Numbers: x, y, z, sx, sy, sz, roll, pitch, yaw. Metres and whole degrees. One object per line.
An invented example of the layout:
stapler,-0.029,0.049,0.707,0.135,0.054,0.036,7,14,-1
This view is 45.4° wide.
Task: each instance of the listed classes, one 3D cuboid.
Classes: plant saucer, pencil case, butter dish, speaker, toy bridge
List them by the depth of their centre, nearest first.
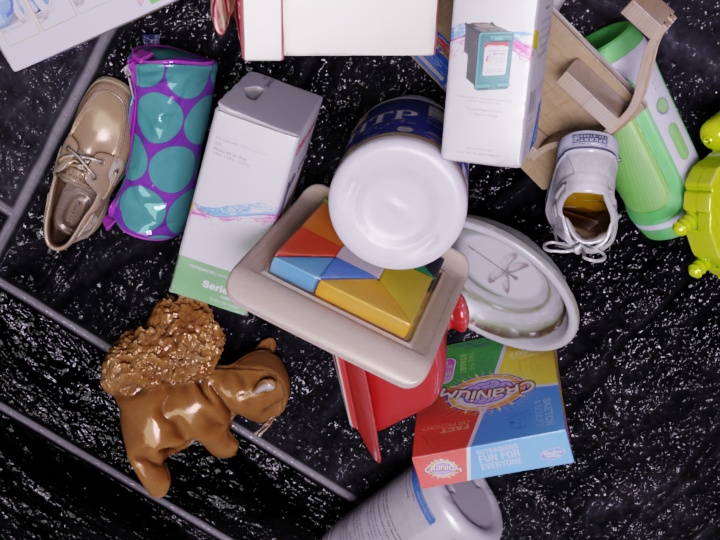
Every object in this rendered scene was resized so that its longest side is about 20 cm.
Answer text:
toy bridge,0.200,-0.150,0.739,0.067,0.027,0.200,42,146,1
speaker,0.265,-0.130,0.821,0.088,0.089,0.200,-26,109,19
pencil case,-0.207,-0.131,0.883,0.092,0.085,0.201,-2,121,-31
butter dish,0.040,0.056,0.885,0.147,0.200,0.200,-13,129,-3
plant saucer,0.140,0.002,0.890,0.200,0.050,0.200,28,153,16

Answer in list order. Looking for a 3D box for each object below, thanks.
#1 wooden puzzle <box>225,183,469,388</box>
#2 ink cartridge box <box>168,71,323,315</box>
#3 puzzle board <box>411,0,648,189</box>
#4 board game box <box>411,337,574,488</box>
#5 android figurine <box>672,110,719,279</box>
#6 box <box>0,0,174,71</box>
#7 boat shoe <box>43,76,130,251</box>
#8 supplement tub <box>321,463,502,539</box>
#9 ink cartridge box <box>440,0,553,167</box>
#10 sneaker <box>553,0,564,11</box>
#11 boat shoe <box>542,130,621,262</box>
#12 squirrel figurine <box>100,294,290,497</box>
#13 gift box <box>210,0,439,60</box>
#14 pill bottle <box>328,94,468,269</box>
wooden puzzle,0.000,0.000,0.777,0.185,0.200,0.037,26,126,4
ink cartridge box,-0.113,-0.081,0.864,0.087,0.145,0.201,17,116,-2
puzzle board,0.147,-0.183,0.797,0.200,0.017,0.151,45,146,-1
board game box,0.137,0.137,0.906,0.152,0.200,0.040,-14,114,13
android figurine,0.371,-0.069,0.806,0.200,0.041,0.182,-37,112,-17
box,-0.244,-0.278,0.804,0.199,0.113,0.102,-18,111,17
boat shoe,-0.289,-0.108,0.919,0.071,0.065,0.200,23,117,-4
supplement tub,0.060,0.320,1.044,0.132,0.132,0.200,43,114,-13
ink cartridge box,0.115,-0.194,0.691,0.067,0.116,0.201,9,111,15
sneaker,0.194,-0.288,0.763,0.071,0.073,0.201,17,117,2
boat shoe,0.212,-0.046,0.814,0.074,0.086,0.202,5,160,10
squirrel figurine,-0.183,0.126,0.984,0.186,0.142,0.200,-19,114,9
gift box,-0.038,-0.277,0.744,0.186,0.200,0.185,-2,113,-8
pill bottle,0.042,-0.095,0.805,0.119,0.200,0.120,3,116,6
